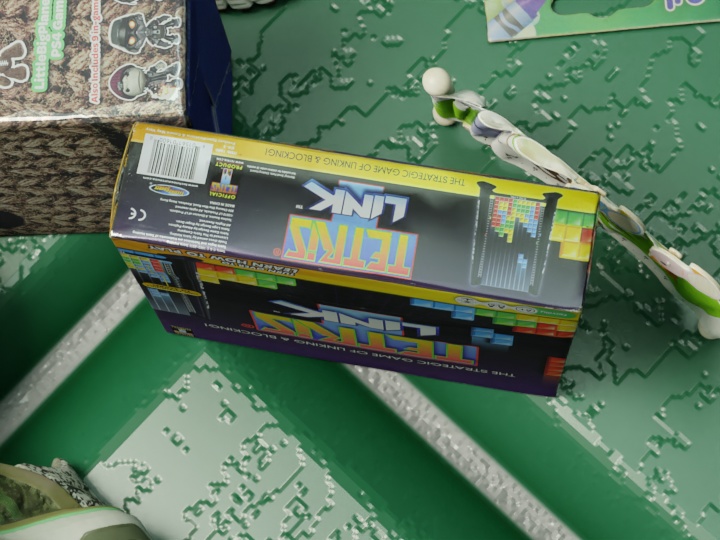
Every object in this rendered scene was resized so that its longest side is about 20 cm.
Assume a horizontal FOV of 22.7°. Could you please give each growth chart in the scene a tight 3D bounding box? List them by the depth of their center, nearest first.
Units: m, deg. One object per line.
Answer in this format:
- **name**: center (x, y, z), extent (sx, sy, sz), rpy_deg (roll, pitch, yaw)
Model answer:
- **growth chart**: center (0.104, -0.029, 0.825), extent (0.200, 0.145, 0.018), rpy_deg (40, 92, 10)

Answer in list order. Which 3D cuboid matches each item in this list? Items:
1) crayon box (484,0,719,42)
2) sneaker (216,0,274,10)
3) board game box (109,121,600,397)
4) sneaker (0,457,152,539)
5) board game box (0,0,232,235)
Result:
- **crayon box**: center (0.117, -0.225, 0.925), extent (0.125, 0.052, 0.202), rpy_deg (-5, 74, 2)
- **sneaker**: center (-0.103, -0.176, 0.911), extent (0.198, 0.075, 0.081), rpy_deg (-8, 74, 0)
- **board game box**: center (0.000, 0.000, 0.807), extent (0.198, 0.165, 0.057), rpy_deg (9, 73, 6)
- **sneaker**: center (-0.184, 0.112, 0.793), extent (0.077, 0.199, 0.089), rpy_deg (-52, 55, 17)
- **board game box**: center (-0.167, -0.086, 0.844), extent (0.198, 0.160, 0.098), rpy_deg (-2, 74, 3)
